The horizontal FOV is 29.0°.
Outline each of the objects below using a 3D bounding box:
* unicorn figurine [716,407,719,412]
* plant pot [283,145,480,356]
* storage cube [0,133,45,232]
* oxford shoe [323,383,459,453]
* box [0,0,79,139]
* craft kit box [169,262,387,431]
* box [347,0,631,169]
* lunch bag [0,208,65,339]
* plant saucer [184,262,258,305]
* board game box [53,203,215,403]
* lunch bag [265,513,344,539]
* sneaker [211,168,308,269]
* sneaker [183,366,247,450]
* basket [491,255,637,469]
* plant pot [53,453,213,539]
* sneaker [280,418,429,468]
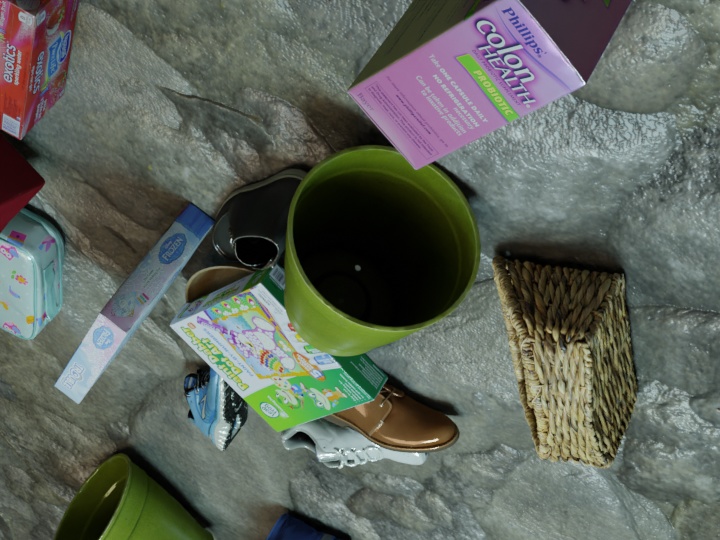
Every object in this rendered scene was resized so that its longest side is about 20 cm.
[{"bbox_3d":[0.454,0.118,1.370,0.137,0.074,0.200,29,157,-11],"label":"unicorn figurine"},{"bbox_3d":[0.000,0.000,1.468,0.200,0.201,0.193,34,153,-1],"label":"plant pot"},{"bbox_3d":[-0.522,-0.093,1.656,0.200,0.180,0.171,47,119,1],"label":"storage cube"},{"bbox_3d":[0.027,0.167,1.703,0.199,0.071,0.071,17,135,21],"label":"oxford shoe"},{"bbox_3d":[-0.376,-0.254,1.508,0.099,0.096,0.200,29,141,4],"label":"box"},{"bbox_3d":[-0.100,0.095,1.657,0.200,0.049,0.197,46,143,-17],"label":"craft kit box"},{"bbox_3d":[0.116,-0.203,1.167,0.097,0.176,0.200,47,139,-17],"label":"box"},{"bbox_3d":[-0.468,-0.006,1.848,0.160,0.077,0.200,25,140,8],"label":"lunch bag"},{"bbox_3d":[-0.116,0.052,1.693,0.199,0.036,0.201,17,143,13],"label":"plant saucer"},{"bbox_3d":[-0.272,0.040,1.666,0.043,0.199,0.200,36,141,-5],"label":"board game box"},{"bbox_3d":[-0.084,0.470,2.040,0.132,0.136,0.200,21,141,14],"label":"lunch bag"},{"bbox_3d":[-0.129,-0.039,1.557,0.075,0.106,0.200,43,144,-12],"label":"sneaker"},{"bbox_3d":[-0.199,0.163,1.845,0.090,0.078,0.200,28,141,10],"label":"sneaker"},{"bbox_3d":[0.197,0.105,1.462,0.148,0.143,0.200,9,135,26],"label":"basket"},{"bbox_3d":[-0.334,0.413,2.117,0.193,0.201,0.200,36,143,-24],"label":"plant pot"},{"bbox_3d":[-0.009,0.219,1.766,0.199,0.087,0.075,11,135,23],"label":"sneaker"}]
